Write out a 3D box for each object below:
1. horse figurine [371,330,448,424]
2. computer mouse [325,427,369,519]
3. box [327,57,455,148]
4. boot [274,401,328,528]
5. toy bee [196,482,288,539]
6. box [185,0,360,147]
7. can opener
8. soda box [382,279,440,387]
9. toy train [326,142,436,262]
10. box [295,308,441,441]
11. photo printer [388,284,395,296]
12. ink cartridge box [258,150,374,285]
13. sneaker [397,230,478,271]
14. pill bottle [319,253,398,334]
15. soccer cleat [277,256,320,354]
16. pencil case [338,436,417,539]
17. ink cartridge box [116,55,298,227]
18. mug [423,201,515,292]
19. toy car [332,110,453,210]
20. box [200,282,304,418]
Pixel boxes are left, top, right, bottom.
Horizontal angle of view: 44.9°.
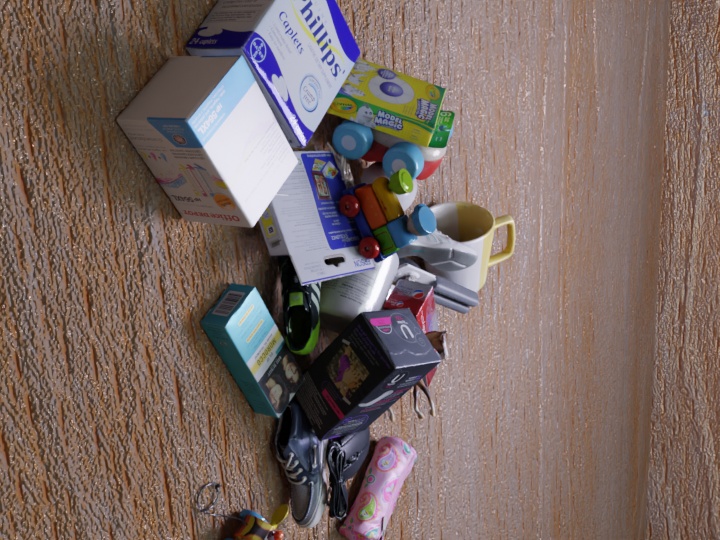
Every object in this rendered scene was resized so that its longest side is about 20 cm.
[{"bbox_3d":[0.059,0.177,1.412,0.050,0.199,0.134,6,73,-48],"label":"horse figurine"},{"bbox_3d":[-0.016,0.303,1.449,0.200,0.052,0.140,-69,159,-66],"label":"computer mouse"},{"bbox_3d":[0.053,-0.262,1.361,0.118,0.198,0.049,-71,-178,-47],"label":"box"},{"bbox_3d":[-0.102,0.307,1.383,0.090,0.072,0.202,14,77,-49],"label":"boot"},{"bbox_3d":[-0.154,0.402,1.280,0.200,0.108,0.132,37,67,-53],"label":"toy bee"},{"bbox_3d":[-0.113,-0.305,1.205,0.201,0.104,0.184,-63,143,-27],"label":"box"},{"bbox_3d":[0.136,0.023,1.612,0.199,0.053,0.067,25,44,-29],"label":"can opener"},{"bbox_3d":[0.090,0.107,1.467,0.070,0.063,0.201,-57,151,-34],"label":"soda box"},{"bbox_3d":[0.029,-0.124,1.323,0.084,0.115,0.202,-30,96,-54],"label":"toy train"},{"bbox_3d":[0.005,0.159,1.346,0.122,0.200,0.107,-2,53,-50],"label":"box"},{"bbox_3d":[0.044,0.131,1.557,0.166,0.069,0.202,26,74,-55],"label":"photo printer"},{"bbox_3d":[-0.075,-0.079,1.296,0.197,0.047,0.202,-11,83,-56],"label":"ink cartridge box"},{"bbox_3d":[0.118,-0.056,1.549,0.071,0.198,0.081,122,-23,-50],"label":"sneaker"},{"bbox_3d":[0.000,0.000,1.425,0.114,0.113,0.202,46,59,-50],"label":"pill bottle"},{"bbox_3d":[-0.091,0.026,1.307,0.081,0.067,0.202,24,62,-86],"label":"soccer cleat"},{"bbox_3d":[0.036,0.405,1.586,0.088,0.087,0.201,56,51,-45],"label":"pencil case"},{"bbox_3d":[-0.183,-0.153,1.107,0.126,0.128,0.201,-58,139,-31],"label":"ink cartridge box"},{"bbox_3d":[0.203,-0.029,1.679,0.150,0.184,0.154,-72,160,-53],"label":"mug"},{"bbox_3d":[0.037,-0.168,1.451,0.185,0.176,0.201,-52,165,-52],"label":"toy car"},{"bbox_3d":[-0.154,0.120,1.275,0.083,0.049,0.201,-56,138,-34],"label":"box"}]
